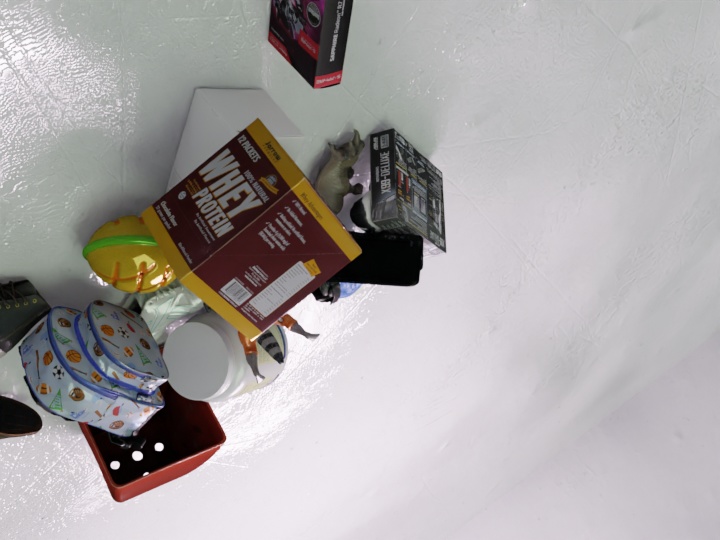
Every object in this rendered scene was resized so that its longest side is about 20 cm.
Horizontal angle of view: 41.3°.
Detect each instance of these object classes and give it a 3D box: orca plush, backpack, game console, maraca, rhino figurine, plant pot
[{"bbox_3d":[0.020,-0.105,1.619,0.200,0.071,0.106,-50,125,-57],"label":"orca plush"},{"bbox_3d":[-0.381,0.136,1.362,0.190,0.200,0.154,18,116,-50],"label":"backpack"},{"bbox_3d":[0.000,0.000,1.549,0.198,0.117,0.176,4,157,5],"label":"game console"},{"bbox_3d":[-0.304,-0.019,1.373,0.136,0.108,0.199,-12,163,36],"label":"maraca"},{"bbox_3d":[-0.040,-0.142,1.556,0.087,0.060,0.201,-11,135,-43],"label":"rhino figurine"},{"bbox_3d":[-0.368,0.276,1.605,0.199,0.201,0.177,-19,155,-30],"label":"plant pot"}]

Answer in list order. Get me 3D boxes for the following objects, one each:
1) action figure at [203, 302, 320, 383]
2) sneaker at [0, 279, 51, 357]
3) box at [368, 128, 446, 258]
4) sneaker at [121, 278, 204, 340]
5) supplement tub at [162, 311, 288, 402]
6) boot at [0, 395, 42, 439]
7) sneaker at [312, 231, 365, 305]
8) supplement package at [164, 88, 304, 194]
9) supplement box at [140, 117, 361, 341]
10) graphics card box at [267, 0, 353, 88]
[{"bbox_3d":[-0.145,0.041,1.424,0.200,0.194,0.105,-38,178,14],"label":"action figure"},{"bbox_3d":[-0.502,0.037,1.285,0.106,0.075,0.200,-41,157,-9],"label":"sneaker"},{"bbox_3d":[0.083,-0.126,1.614,0.049,0.159,0.200,-11,159,27],"label":"box"},{"bbox_3d":[-0.305,0.045,1.491,0.200,0.071,0.080,-41,145,0],"label":"sneaker"},{"bbox_3d":[-0.220,0.137,1.574,0.145,0.145,0.200,-51,165,16],"label":"supplement tub"},{"bbox_3d":[-0.590,0.241,1.441,0.199,0.075,0.097,14,131,-44],"label":"boot"},{"bbox_3d":[-0.024,-0.004,1.690,0.111,0.077,0.200,-18,163,-35],"label":"sneaker"},{"bbox_3d":[-0.183,-0.140,1.350,0.119,0.121,0.201,-7,136,-39],"label":"supplement package"},{"bbox_3d":[-0.140,-0.050,1.265,0.200,0.133,0.197,-39,145,1],"label":"supplement box"},{"bbox_3d":[-0.062,-0.351,1.222,0.051,0.126,0.201,-19,142,-29],"label":"graphics card box"}]
